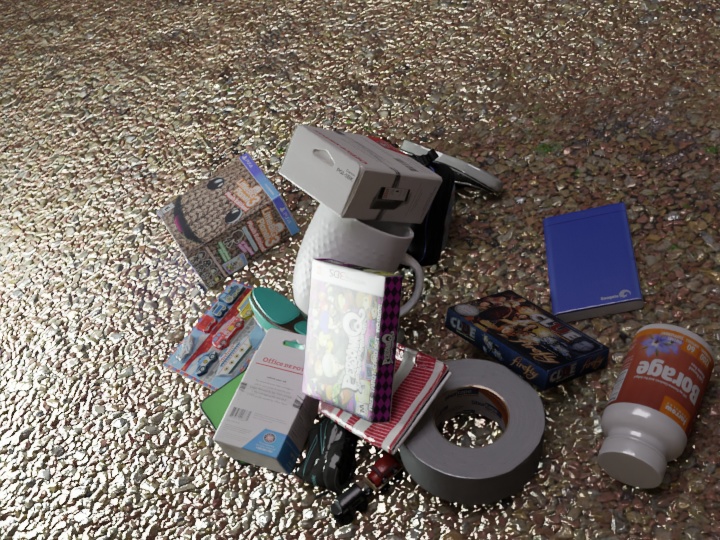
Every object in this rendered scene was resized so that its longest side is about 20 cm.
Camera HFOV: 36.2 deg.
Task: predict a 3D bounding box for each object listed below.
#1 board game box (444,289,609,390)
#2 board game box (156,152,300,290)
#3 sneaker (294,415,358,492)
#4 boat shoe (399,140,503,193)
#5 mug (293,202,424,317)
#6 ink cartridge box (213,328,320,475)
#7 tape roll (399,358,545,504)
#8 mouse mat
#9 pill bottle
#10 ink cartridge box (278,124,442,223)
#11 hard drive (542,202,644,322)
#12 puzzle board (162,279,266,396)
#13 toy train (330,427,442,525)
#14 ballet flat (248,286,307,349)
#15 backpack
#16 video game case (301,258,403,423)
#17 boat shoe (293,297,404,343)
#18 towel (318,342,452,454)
[{"bbox_3d":[0.238,0.096,1.591,0.135,0.035,0.200,-14,33,-38],"label":"board game box"},{"bbox_3d":[-0.238,-0.090,1.985,0.200,0.097,0.159,-34,45,-7],"label":"board game box"},{"bbox_3d":[-0.035,0.227,1.620,0.079,0.075,0.200,2,51,29],"label":"sneaker"},{"bbox_3d":[0.150,-0.162,1.889,0.200,0.071,0.064,24,95,29],"label":"boat shoe"},{"bbox_3d":[0.000,0.000,1.667,0.175,0.200,0.148,-63,6,17],"label":"mug"},{"bbox_3d":[-0.124,0.196,1.674,0.116,0.067,0.200,12,61,27],"label":"ink cartridge box"},{"bbox_3d":[0.151,0.218,1.512,0.200,0.066,0.200,-3,47,3],"label":"tape roll"},{"bbox_3d":[-0.141,0.201,1.734,0.200,0.008,0.161,-35,48,-11],"label":"mouse mat"},{"bbox_3d":[0.383,0.178,1.443,0.112,0.112,0.200,10,55,31],"label":"pill bottle"},{"bbox_3d":[0.001,-0.141,1.629,0.147,0.200,0.083,37,111,33],"label":"ink cartridge box"},{"bbox_3d":[0.354,-0.014,1.692,0.132,0.025,0.200,-12,46,15],"label":"hard drive"},{"bbox_3d":[-0.223,0.107,1.857,0.151,0.017,0.200,19,61,36],"label":"puzzle board"},{"bbox_3d":[0.036,0.282,1.557,0.200,0.046,0.034,-40,46,-13],"label":"toy train"},{"bbox_3d":[-0.108,0.100,1.751,0.200,0.070,0.067,32,36,29],"label":"ballet flat"},{"bbox_3d":[0.054,-0.104,1.798,0.190,0.154,0.200,13,94,28],"label":"backpack"},{"bbox_3d":[-0.014,0.092,1.522,0.036,0.200,0.181,1,8,-35],"label":"video game case"},{"bbox_3d":[-0.024,0.080,1.754,0.200,0.064,0.071,12,57,33],"label":"boat shoe"},{"bbox_3d":[0.029,0.166,1.538,0.144,0.023,0.200,-54,31,-10],"label":"towel"}]
